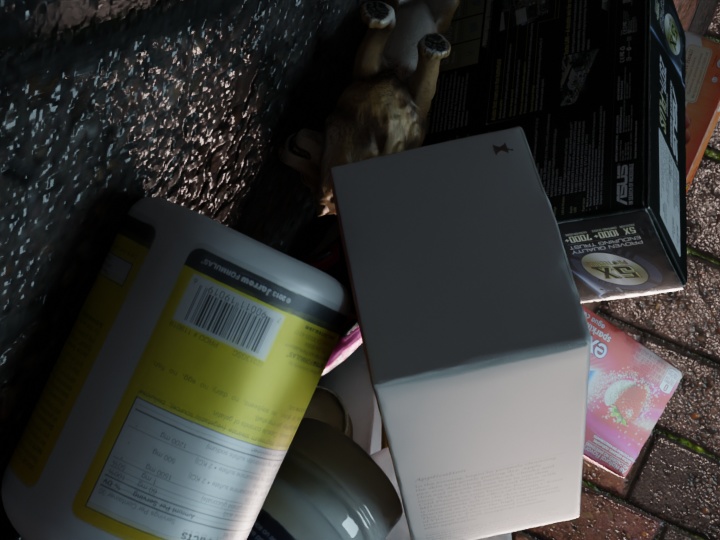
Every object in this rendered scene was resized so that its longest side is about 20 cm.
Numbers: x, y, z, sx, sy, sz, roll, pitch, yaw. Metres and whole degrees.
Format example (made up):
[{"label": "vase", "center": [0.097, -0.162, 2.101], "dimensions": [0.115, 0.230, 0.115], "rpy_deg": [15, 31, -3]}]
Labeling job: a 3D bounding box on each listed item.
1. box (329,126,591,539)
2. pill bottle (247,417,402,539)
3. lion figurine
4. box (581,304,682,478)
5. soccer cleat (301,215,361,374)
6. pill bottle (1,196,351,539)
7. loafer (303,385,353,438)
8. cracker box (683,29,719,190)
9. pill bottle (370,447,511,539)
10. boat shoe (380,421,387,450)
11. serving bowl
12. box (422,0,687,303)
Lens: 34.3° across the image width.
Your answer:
[{"label": "box", "center": [0.053, 0.044, 0.600], "dimensions": [0.200, 0.097, 0.125], "rpy_deg": [78, 1, -55]}, {"label": "pill bottle", "center": [-0.070, 0.176, 0.628], "dimensions": [0.200, 0.111, 0.111], "rpy_deg": [-44, 155, -27]}, {"label": "lion figurine", "center": [0.025, -0.129, 0.687], "dimensions": [0.200, 0.072, 0.123], "rpy_deg": [-60, 173, -34]}, {"label": "box", "center": [0.124, 0.061, 0.872], "dimensions": [0.096, 0.200, 0.100], "rpy_deg": [-60, -159, -4]}, {"label": "soccer cleat", "center": [0.000, 0.000, 0.788], "dimensions": [0.200, 0.070, 0.086], "rpy_deg": [-59, 164, -22]}, {"label": "pill bottle", "center": [-0.092, 0.076, 0.530], "dimensions": [0.200, 0.112, 0.112], "rpy_deg": [-65, 164, -2]}, {"label": "loafer", "center": [-0.064, 0.127, 0.754], "dimensions": [0.200, 0.076, 0.068], "rpy_deg": [-42, 151, -51]}, {"label": "cracker box", "center": [0.183, -0.144, 0.928], "dimensions": [0.058, 0.200, 0.134], "rpy_deg": [-20, 132, -66]}, {"label": "pill bottle", "center": [0.011, 0.221, 0.781], "dimensions": [0.113, 0.113, 0.200], "rpy_deg": [-43, 163, -54]}, {"label": "boat shoe", "center": [0.055, 0.129, 0.902], "dimensions": [0.200, 0.069, 0.074], "rpy_deg": [8, 86, -81]}, {"label": "serving bowl", "center": [-0.010, 0.145, 0.925], "dimensions": [0.200, 0.066, 0.201], "rpy_deg": [4, 90, -81]}, {"label": "box", "center": [0.108, -0.082, 0.713], "dimensions": [0.086, 0.163, 0.201], "rpy_deg": [49, 40, -47]}]
